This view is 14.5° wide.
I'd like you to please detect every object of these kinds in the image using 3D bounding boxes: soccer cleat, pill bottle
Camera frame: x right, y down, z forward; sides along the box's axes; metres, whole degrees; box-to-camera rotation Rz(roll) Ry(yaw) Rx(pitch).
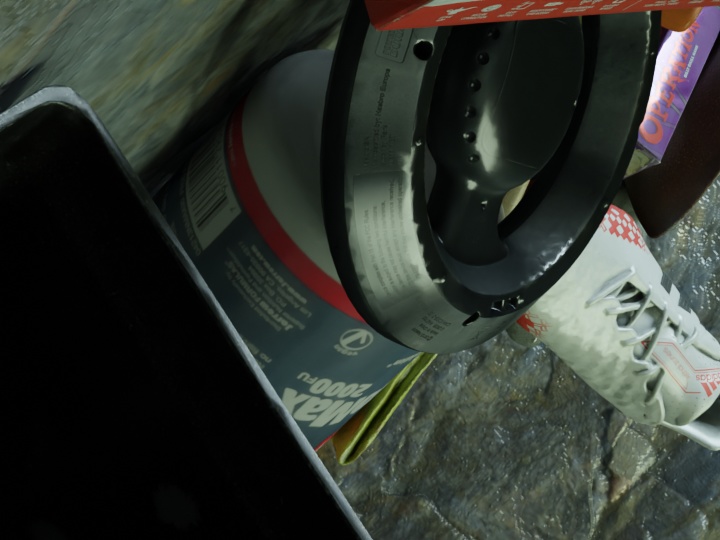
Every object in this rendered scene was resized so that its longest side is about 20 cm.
[{"bbox_3d":[0.122,0.027,1.266,0.069,0.085,0.200,-45,151,1],"label":"soccer cleat"},{"bbox_3d":[-0.045,0.017,1.119,0.200,0.120,0.119,-44,174,36],"label":"pill bottle"}]

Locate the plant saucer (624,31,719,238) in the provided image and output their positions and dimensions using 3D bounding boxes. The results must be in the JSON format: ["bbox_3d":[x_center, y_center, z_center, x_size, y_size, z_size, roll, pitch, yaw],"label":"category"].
[{"bbox_3d":[0.173,-0.110,1.318,0.201,0.032,0.200,-61,-177,6],"label":"plant saucer"}]

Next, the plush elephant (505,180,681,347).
[{"bbox_3d":[0.077,-0.033,1.410,0.165,0.155,0.200,-36,174,-44],"label":"plush elephant"}]

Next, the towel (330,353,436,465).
[{"bbox_3d":[0.000,0.000,1.213,0.086,0.018,0.200,-56,-155,19],"label":"towel"}]

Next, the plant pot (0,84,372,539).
[{"bbox_3d":[-0.137,0.099,0.798,0.177,0.200,0.200,-29,-174,46],"label":"plant pot"}]

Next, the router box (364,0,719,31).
[{"bbox_3d":[0.125,-0.130,0.883,0.199,0.049,0.179,-8,171,-39],"label":"router box"}]

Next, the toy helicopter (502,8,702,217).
[{"bbox_3d":[0.076,-0.081,1.185,0.132,0.078,0.201,-96,-150,-78],"label":"toy helicopter"}]

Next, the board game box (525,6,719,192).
[{"bbox_3d":[0.131,-0.118,1.297,0.120,0.032,0.201,-20,-143,54],"label":"board game box"}]

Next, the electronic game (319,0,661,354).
[{"bbox_3d":[0.049,-0.068,1.004,0.200,0.041,0.201,-33,132,-46],"label":"electronic game"}]
